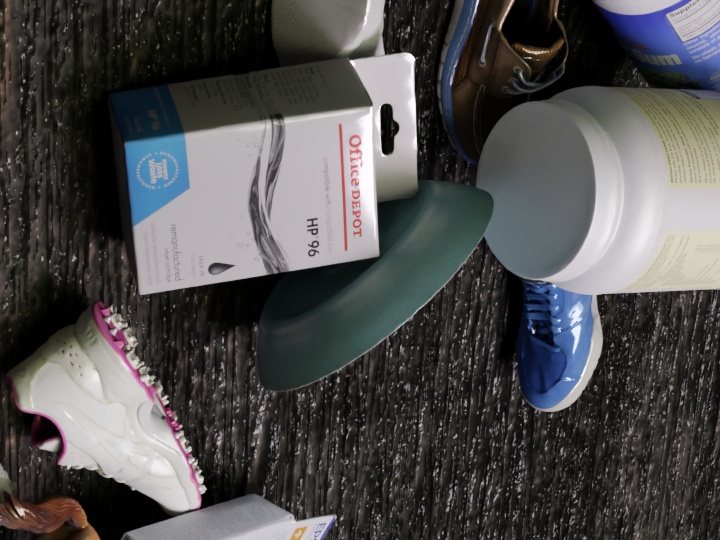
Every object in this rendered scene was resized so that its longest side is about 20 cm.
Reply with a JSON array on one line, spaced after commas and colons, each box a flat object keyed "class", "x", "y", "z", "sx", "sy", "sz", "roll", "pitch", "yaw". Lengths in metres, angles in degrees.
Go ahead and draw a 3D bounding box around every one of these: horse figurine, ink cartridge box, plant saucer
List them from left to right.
[{"class": "horse figurine", "x": -0.210, "y": 0.214, "z": 1.562, "sx": 0.133, "sy": 0.050, "sz": 0.200, "roll": -41, "pitch": 154, "yaw": -52}, {"class": "ink cartridge box", "x": -0.129, "y": 0.248, "z": 1.694, "sx": 0.200, "sy": 0.041, "sz": 0.200, "roll": -7, "pitch": 132, "yaw": -54}, {"class": "ink cartridge box", "x": -0.053, "y": -0.063, "z": 1.538, "sx": 0.199, "sy": 0.068, "sz": 0.116, "roll": -10, "pitch": 124, "yaw": -10}, {"class": "plant saucer", "x": 0.000, "y": 0.000, "z": 1.621, "sx": 0.200, "sy": 0.200, "sz": 0.036, "roll": -44, "pitch": 106, "yaw": -16}]

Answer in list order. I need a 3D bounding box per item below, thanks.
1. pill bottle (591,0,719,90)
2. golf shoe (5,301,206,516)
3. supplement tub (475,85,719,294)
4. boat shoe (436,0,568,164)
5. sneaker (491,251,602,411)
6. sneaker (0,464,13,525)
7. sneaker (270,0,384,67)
[{"class": "pill bottle", "x": 0.221, "y": -0.213, "z": 1.747, "sx": 0.112, "sy": 0.112, "sz": 0.200, "roll": -52, "pitch": 138, "yaw": -7}, {"class": "golf shoe", "x": -0.167, "y": 0.104, "z": 1.599, "sx": 0.091, "sy": 0.075, "sz": 0.200, "roll": -28, "pitch": 135, "yaw": -3}, {"class": "supplement tub", "x": 0.195, "y": -0.057, "z": 1.706, "sx": 0.200, "sy": 0.145, "sz": 0.145, "roll": -1, "pitch": 115, "yaw": -39}, {"class": "boat shoe", "x": 0.103, "y": -0.157, "z": 1.693, "sx": 0.072, "sy": 0.072, "sz": 0.201, "roll": -23, "pitch": 128, "yaw": -34}, {"class": "sneaker", "x": 0.136, "y": 0.011, "z": 1.821, "sx": 0.111, "sy": 0.077, "sz": 0.201, "roll": -1, "pitch": 110, "yaw": -51}, {"class": "sneaker", "x": -0.311, "y": 0.162, "z": 1.489, "sx": 0.200, "sy": 0.077, "sz": 0.086, "roll": -44, "pitch": 127, "yaw": -28}, {"class": "sneaker", "x": -0.010, "y": -0.149, "z": 1.600, "sx": 0.088, "sy": 0.075, "sz": 0.201, "roll": -27, "pitch": 137, "yaw": -48}]
